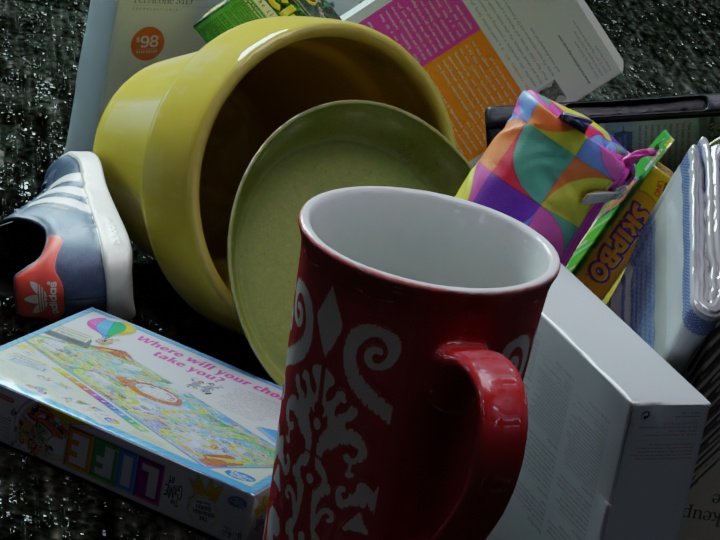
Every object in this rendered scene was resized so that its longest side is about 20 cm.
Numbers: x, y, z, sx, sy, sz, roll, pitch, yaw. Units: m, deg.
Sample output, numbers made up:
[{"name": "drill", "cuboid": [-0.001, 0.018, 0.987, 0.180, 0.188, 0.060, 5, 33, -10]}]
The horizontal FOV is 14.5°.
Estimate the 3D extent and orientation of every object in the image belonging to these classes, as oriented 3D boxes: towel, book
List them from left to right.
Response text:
[{"name": "book", "cuboid": [0.059, -0.140, 1.911, 0.199, 0.134, 0.048, -31, 12, 15]}, {"name": "towel", "cuboid": [0.154, 0.042, 1.545, 0.024, 0.201, 0.147, 17, 40, -8]}]

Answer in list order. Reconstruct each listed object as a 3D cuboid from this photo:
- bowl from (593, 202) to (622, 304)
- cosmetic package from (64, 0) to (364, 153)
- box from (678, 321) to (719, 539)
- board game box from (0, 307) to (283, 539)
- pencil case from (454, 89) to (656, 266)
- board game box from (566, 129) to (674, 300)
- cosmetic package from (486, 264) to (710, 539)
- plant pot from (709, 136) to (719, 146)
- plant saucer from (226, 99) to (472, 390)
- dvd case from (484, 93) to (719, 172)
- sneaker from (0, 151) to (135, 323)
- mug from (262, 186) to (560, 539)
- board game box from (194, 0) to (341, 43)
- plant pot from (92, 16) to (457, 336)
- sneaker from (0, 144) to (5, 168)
[{"name": "bowl", "cuboid": [0.149, -0.013, 1.854, 0.199, 0.108, 0.200, 10, 20, -4]}, {"name": "cosmetic package", "cuboid": [-0.096, -0.137, 1.961, 0.199, 0.152, 0.052, -2, 24, -29]}, {"name": "box", "cuboid": [0.213, 0.060, 1.575, 0.082, 0.201, 0.068, 6, 22, -12]}, {"name": "board game box", "cuboid": [-0.110, 0.085, 1.578, 0.199, 0.034, 0.134, 22, 23, 25]}, {"name": "pencil case", "cuboid": [0.079, -0.008, 1.612, 0.088, 0.201, 0.088, 33, 8, -6]}, {"name": "board game box", "cuboid": [0.130, 0.007, 1.657, 0.030, 0.201, 0.096, 32, 7, -1]}, {"name": "cosmetic package", "cuboid": [0.105, 0.094, 1.504, 0.051, 0.152, 0.200, 3, 23, -25]}, {"name": "plant pot", "cuboid": [0.274, -0.020, 1.778, 0.186, 0.188, 0.200, 13, 12, 4]}, {"name": "plant saucer", "cuboid": [0.000, 0.000, 1.677, 0.199, 0.201, 0.031, -4, -6, -34]}, {"name": "dvd case", "cuboid": [0.185, -0.076, 1.895, 0.199, 0.143, 0.018, -3, 64, 4]}, {"name": "sneaker", "cuboid": [-0.196, -0.022, 1.756, 0.084, 0.075, 0.200, -7, 19, -12]}, {"name": "mug", "cuboid": [0.014, 0.081, 1.420, 0.133, 0.201, 0.178, 12, 22, 2]}, {"name": "board game box", "cuboid": [-0.016, -0.106, 1.859, 0.023, 0.200, 0.105, -46, 12, -34]}, {"name": "plant pot", "cuboid": [-0.070, -0.062, 1.776, 0.200, 0.202, 0.188, -4, 10, -34]}, {"name": "sneaker", "cuboid": [-0.266, -0.047, 1.788, 0.073, 0.080, 0.200, 5, 5, -5]}]
